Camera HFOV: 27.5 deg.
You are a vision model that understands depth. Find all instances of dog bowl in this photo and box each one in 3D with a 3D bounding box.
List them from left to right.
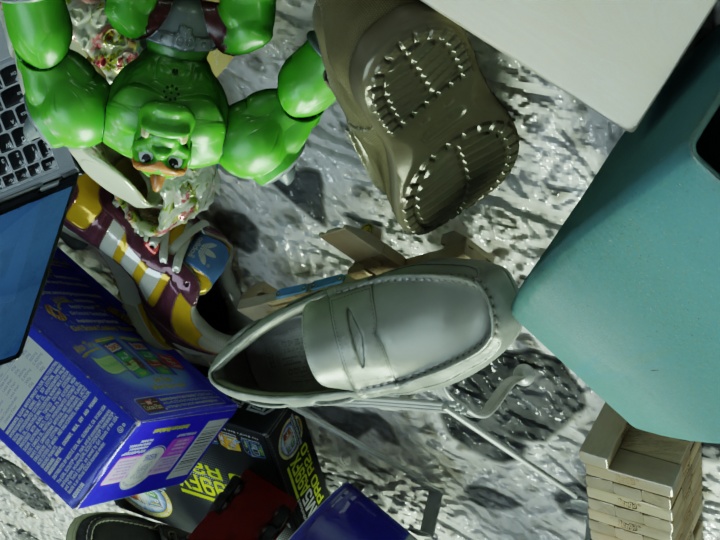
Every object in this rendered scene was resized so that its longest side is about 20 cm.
[{"bbox_3d":[-0.043,0.240,0.972,0.079,0.200,0.201,39,144,8],"label":"dog bowl"}]

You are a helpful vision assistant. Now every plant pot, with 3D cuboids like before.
[{"bbox_3d":[0.163,-0.014,0.639,0.141,0.142,0.200,41,151,-6],"label":"plant pot"}]

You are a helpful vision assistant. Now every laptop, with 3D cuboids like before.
[{"bbox_3d":[-0.262,-0.040,0.815,0.186,0.116,0.202,-17,99,27],"label":"laptop"}]

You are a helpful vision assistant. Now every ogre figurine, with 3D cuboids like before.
[{"bbox_3d":[-0.088,-0.107,0.730,0.098,0.198,0.121,50,133,53],"label":"ogre figurine"}]

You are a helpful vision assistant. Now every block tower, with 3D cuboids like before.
[{"bbox_3d":[0.173,0.162,0.883,0.057,0.054,0.201,12,137,28],"label":"block tower"}]

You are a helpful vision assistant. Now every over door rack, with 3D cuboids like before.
[{"bbox_3d":[0.051,0.100,0.916,0.147,0.067,0.200,0,143,42],"label":"over door rack"}]

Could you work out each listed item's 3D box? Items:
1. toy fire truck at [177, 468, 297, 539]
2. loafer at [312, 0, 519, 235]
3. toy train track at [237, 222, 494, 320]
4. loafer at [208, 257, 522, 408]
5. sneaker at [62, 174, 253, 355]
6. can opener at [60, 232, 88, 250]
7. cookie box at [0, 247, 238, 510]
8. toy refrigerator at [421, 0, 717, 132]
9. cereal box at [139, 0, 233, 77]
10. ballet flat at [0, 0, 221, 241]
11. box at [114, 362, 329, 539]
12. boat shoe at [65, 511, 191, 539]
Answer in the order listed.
[{"bbox_3d":[-0.102,0.216,1.021,0.048,0.200,0.142,30,115,7],"label":"toy fire truck"},{"bbox_3d":[0.027,-0.083,0.704,0.068,0.076,0.200,57,175,24],"label":"loafer"},{"bbox_3d":[0.000,0.000,0.856,0.114,0.033,0.199,34,149,-32],"label":"toy train track"},{"bbox_3d":[-0.001,0.040,0.791,0.199,0.069,0.071,-21,85,41],"label":"loafer"},{"bbox_3d":[-0.127,-0.025,0.917,0.089,0.075,0.201,5,142,37],"label":"sneaker"},{"bbox_3d":[-0.234,-0.101,0.950,0.200,0.053,0.066,48,177,-11],"label":"can opener"},{"bbox_3d":[-0.199,0.056,0.959,0.200,0.075,0.171,40,-172,14],"label":"cookie box"},{"bbox_3d":[0.055,-0.149,0.620,0.199,0.070,0.076,32,117,5],"label":"toy refrigerator"},{"bbox_3d":[-0.168,-0.184,0.802,0.198,0.040,0.145,14,139,29],"label":"cereal box"},{"bbox_3d":[-0.144,-0.098,0.794,0.075,0.064,0.201,-4,131,45],"label":"ballet flat"},{"bbox_3d":[-0.121,0.138,1.107,0.198,0.044,0.161,14,137,28],"label":"box"},{"bbox_3d":[-0.143,0.237,1.179,0.066,0.073,0.200,-21,141,37],"label":"boat shoe"}]
